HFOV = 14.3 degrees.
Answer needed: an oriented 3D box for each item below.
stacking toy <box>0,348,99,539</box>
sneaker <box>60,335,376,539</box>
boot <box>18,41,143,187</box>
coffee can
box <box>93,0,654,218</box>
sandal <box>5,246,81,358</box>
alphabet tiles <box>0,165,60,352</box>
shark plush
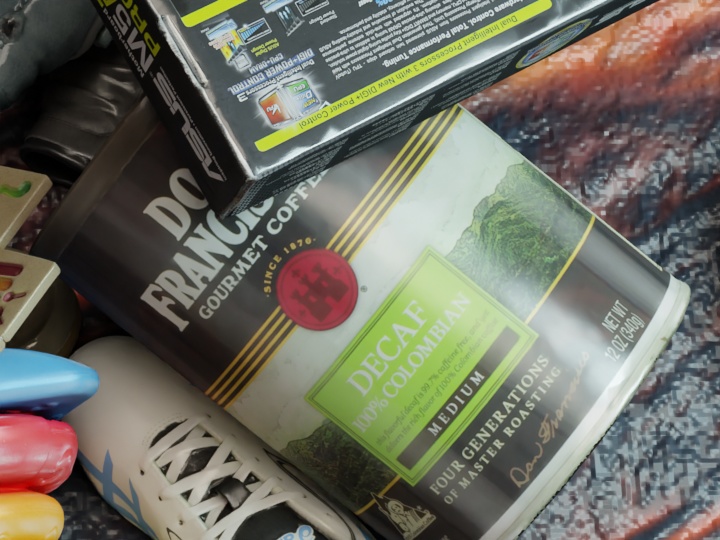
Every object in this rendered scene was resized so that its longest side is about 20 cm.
[{"bbox_3d":[-0.142,0.137,1.043,0.116,0.110,0.201,-8,77,-28],"label":"stacking toy"},{"bbox_3d":[-0.040,0.094,1.078,0.072,0.073,0.200,-38,72,-18],"label":"sneaker"},{"bbox_3d":[-0.034,-0.083,1.172,0.199,0.070,0.132,0,67,7],"label":"boot"},{"bbox_3d":[0.000,0.000,1.061,0.200,0.146,0.146,38,67,-2],"label":"coffee can"},{"bbox_3d":[-0.001,-0.132,0.991,0.200,0.044,0.160,-28,84,-23],"label":"box"},{"bbox_3d":[-0.208,0.000,1.114,0.199,0.054,0.081,10,62,7],"label":"sandal"},{"bbox_3d":[-0.201,0.021,1.025,0.200,0.006,0.167,12,59,42],"label":"alphabet tiles"},{"bbox_3d":[-0.128,-0.129,1.120,0.091,0.083,0.200,34,77,19],"label":"shark plush"}]
